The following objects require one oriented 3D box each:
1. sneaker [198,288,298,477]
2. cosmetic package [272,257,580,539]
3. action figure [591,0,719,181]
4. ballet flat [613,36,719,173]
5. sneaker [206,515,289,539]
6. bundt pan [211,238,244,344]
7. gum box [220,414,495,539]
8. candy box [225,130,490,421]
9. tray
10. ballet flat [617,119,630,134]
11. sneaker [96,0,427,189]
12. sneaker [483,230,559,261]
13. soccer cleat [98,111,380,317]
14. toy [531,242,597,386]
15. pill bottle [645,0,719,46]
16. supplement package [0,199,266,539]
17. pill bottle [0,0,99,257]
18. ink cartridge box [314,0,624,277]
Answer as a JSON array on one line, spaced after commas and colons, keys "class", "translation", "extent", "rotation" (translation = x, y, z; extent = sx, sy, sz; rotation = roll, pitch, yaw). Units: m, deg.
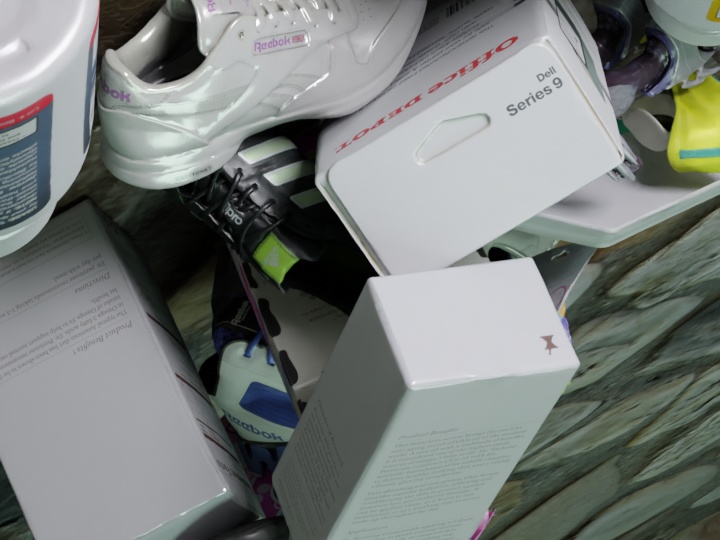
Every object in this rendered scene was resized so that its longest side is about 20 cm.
[{"class": "sneaker", "translation": [-0.028, 0.059, 1.430], "extent": [0.198, 0.081, 0.115], "rotation": [-18, 127, 36]}, {"class": "cosmetic package", "translation": [0.030, 0.083, 1.258], "extent": [0.101, 0.072, 0.200], "rotation": [-7, 147, -25]}, {"class": "action figure", "translation": [0.132, -0.100, 1.402], "extent": [0.200, 0.130, 0.070], "rotation": [-41, 136, -19]}, {"class": "ballet flat", "translation": [0.194, -0.111, 1.494], "extent": [0.066, 0.067, 0.200], "rotation": [-13, -155, -5]}, {"class": "sneaker", "translation": [-0.086, 0.212, 1.400], "extent": [0.074, 0.089, 0.200], "rotation": [-16, 162, -35]}, {"class": "bundt pan", "translation": [-0.011, 0.043, 1.530], "extent": [0.200, 0.076, 0.203], "rotation": [12, 142, 9]}, {"class": "gum box", "translation": [-0.021, 0.160, 1.497], "extent": [0.114, 0.199, 0.066], "rotation": [-53, 138, -39]}, {"class": "candy box", "translation": [0.000, 0.000, 1.384], "extent": [0.135, 0.201, 0.061], "rotation": [-19, 134, -5]}, {"class": "tray", "translation": [0.162, -0.049, 1.442], "extent": [0.107, 0.022, 0.199], "rotation": [14, -157, 34]}, {"class": "ballet flat", "translation": [0.120, -0.088, 1.583], "extent": [0.199, 0.069, 0.067], "rotation": [-10, 164, -22]}, {"class": "sneaker", "translation": [-0.048, -0.118, 1.206], "extent": [0.199, 0.075, 0.100], "rotation": [-32, 145, -19]}, {"class": "sneaker", "translation": [0.108, -0.028, 1.684], "extent": [0.199, 0.087, 0.075], "rotation": [-11, 155, -46]}, {"class": "soccer cleat", "translation": [-0.056, -0.038, 1.272], "extent": [0.199, 0.081, 0.068], "rotation": [32, 123, -20]}, {"class": "toy", "translation": [0.094, 0.071, 1.432], "extent": [0.200, 0.047, 0.115], "rotation": [-55, -167, -24]}, {"class": "pill bottle", "translation": [0.208, -0.201, 1.303], "extent": [0.104, 0.105, 0.200], "rotation": [-24, 163, -11]}, {"class": "supplement package", "translation": [-0.157, 0.081, 1.402], "extent": [0.116, 0.201, 0.117], "rotation": [-27, 163, 2]}, {"class": "pill bottle", "translation": [-0.177, -0.082, 1.037], "extent": [0.119, 0.120, 0.200], "rotation": [-22, 162, -16]}, {"class": "ink cartridge box", "translation": [0.056, -0.087, 1.271], "extent": [0.145, 0.084, 0.200], "rotation": [-31, -162, 13]}]
